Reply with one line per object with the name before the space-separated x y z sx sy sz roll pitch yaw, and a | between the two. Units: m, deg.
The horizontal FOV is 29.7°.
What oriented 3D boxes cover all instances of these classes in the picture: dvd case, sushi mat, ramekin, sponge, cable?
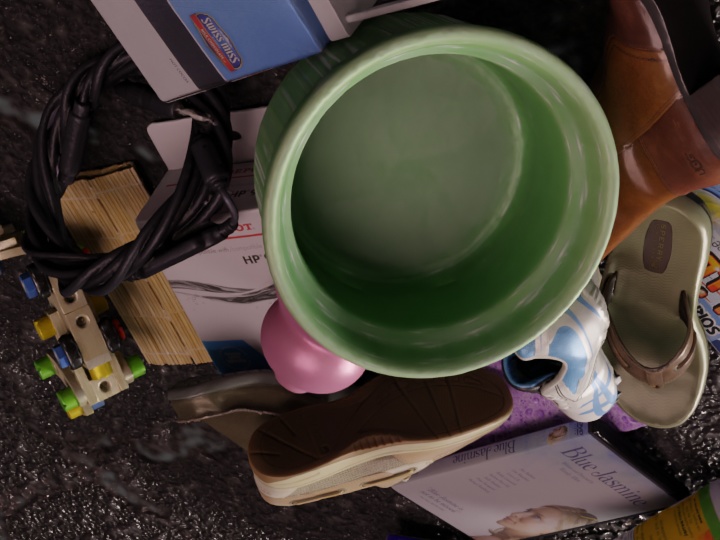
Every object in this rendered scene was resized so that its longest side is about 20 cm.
dvd case | 0.143 0.176 1.097 0.200 0.018 0.143 -22 136 35
sushi mat | -0.175 0.000 1.092 0.096 0.012 0.200 -6 128 27
ramekin | 0.034 -0.049 0.767 0.200 0.098 0.200 -6 114 -14
sponge | 0.121 0.097 1.053 0.200 0.030 0.112 -24 118 36
cable | -0.174 -0.069 0.950 0.200 0.051 0.163 -23 81 30

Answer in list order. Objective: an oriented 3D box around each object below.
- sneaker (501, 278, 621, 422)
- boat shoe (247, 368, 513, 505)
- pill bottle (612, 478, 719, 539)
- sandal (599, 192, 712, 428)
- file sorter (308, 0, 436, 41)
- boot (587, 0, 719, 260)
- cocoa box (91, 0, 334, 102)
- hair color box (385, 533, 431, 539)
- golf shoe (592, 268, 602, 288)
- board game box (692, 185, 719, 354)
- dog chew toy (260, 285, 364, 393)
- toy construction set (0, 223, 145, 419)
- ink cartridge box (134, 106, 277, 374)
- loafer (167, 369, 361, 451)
sneaker | 0.125 0.057 0.884 0.072 0.072 0.200 52 176 27
boat shoe | 0.017 0.126 1.014 0.200 0.072 0.065 -17 140 -8
pill bottle | 0.230 0.256 1.058 0.200 0.111 0.111 -36 113 19
sandal | 0.189 0.033 0.897 0.080 0.057 0.201 5 132 17
file sorter | 0.014 -0.246 0.689 0.124 0.139 0.200 -5 129 37
boot | 0.138 -0.110 0.818 0.188 0.068 0.200 53 142 1
cocoa box | -0.092 -0.221 0.764 0.131 0.133 0.200 -10 125 37
hair color box | 0.118 0.299 1.205 0.200 0.065 0.109 7 140 15
golf shoe | 0.082 0.033 0.971 0.200 0.075 0.092 -26 128 29
board game box | 0.237 -0.041 0.875 0.135 0.034 0.200 -27 117 39
dog chew toy | 0.000 0.000 0.913 0.125 0.125 0.200 29 113 -5
toy construction set | -0.246 0.032 1.099 0.200 0.092 0.131 55 165 -19
ink cartridge box | -0.085 -0.016 1.004 0.116 0.067 0.200 -5 129 27
loafer | -0.060 0.117 1.047 0.200 0.070 0.075 12 164 -42
